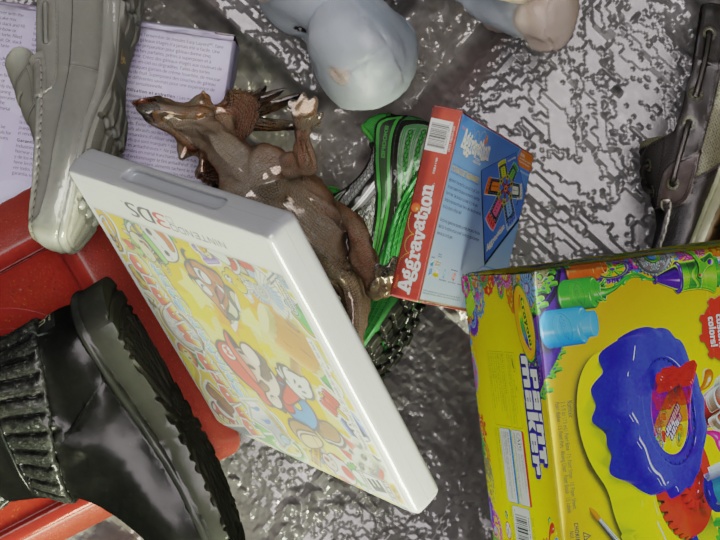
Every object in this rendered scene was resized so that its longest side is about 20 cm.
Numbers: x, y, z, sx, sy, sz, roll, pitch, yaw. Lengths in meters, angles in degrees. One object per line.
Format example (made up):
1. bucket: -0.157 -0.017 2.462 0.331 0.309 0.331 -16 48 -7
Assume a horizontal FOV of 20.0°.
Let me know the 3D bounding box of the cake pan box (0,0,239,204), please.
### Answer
1. cake pan box: -0.174 -0.063 1.235 0.198 0.052 0.186 7 92 0

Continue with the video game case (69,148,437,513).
1. video game case: -0.059 0.032 1.098 0.023 0.181 0.201 -44 128 -23

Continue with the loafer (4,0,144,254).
1. loafer: -0.169 -0.105 1.167 0.069 0.070 0.202 2 67 9

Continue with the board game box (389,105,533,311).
1. board game box: 0.061 -0.029 1.161 0.019 0.200 0.104 14 90 16

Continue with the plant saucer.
1. plant saucer: -0.202 0.071 1.207 0.199 0.037 0.201 -27 104 8

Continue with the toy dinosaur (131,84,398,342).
1. toy dinosaur: -0.038 -0.033 1.160 0.085 0.136 0.201 -34 103 -2

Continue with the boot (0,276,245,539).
1. boot: -0.166 0.122 1.161 0.157 0.079 0.212 -27 99 6

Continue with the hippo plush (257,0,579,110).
1. hippo plush: 0.016 -0.184 1.179 0.160 0.159 0.201 -31 91 0

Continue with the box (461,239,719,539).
1. box: 0.172 0.089 1.106 0.191 0.122 0.202 -8 91 -15

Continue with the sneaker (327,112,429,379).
1. sneaker: 0.000 0.000 1.231 0.085 0.078 0.201 27 89 17

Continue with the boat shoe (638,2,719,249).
1. boat shoe: 0.199 -0.063 1.229 0.064 0.073 0.202 21 87 11
